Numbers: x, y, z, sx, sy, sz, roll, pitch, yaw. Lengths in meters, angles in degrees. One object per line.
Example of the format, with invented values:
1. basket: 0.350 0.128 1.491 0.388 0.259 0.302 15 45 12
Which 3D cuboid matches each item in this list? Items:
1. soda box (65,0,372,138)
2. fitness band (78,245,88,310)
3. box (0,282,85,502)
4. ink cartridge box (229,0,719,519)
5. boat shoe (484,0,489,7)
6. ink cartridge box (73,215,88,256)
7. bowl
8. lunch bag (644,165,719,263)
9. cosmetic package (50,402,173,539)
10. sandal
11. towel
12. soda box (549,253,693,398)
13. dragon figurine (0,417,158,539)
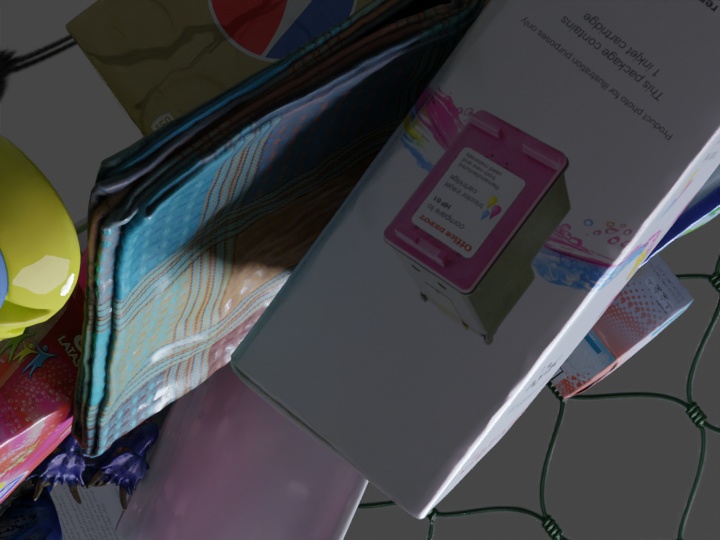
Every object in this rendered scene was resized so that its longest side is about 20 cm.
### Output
1. soda box: 0.004 -0.109 0.731 0.200 0.068 0.064 -36 174 -1
2. fitness band: -0.074 -0.024 0.861 0.200 0.037 0.144 -41 -158 54
3. box: -0.186 0.061 0.835 0.100 0.096 0.200 -32 173 -43
4. ink cartridge box: 0.060 -0.029 0.721 0.200 0.085 0.144 -52 172 15
5. boat shoe: 0.065 -0.076 0.920 0.065 0.200 0.072 -8 -123 41
6. ink cartridge box: -0.069 -0.008 1.081 0.200 0.076 0.148 -32 173 -27
7. bowl: -0.054 0.097 1.012 0.201 0.090 0.202 -155 -90 -86
8. lunch bag: 0.146 -0.115 1.041 0.200 0.170 0.127 -37 178 15
9. cosmetic package: -0.131 0.115 1.176 0.199 0.102 0.071 1 -150 47
10. sandal: -0.173 0.025 0.676 0.087 0.080 0.200 -32 175 -46
11. towel: -0.032 -0.014 0.727 0.146 0.022 0.200 -34 164 -23
12. soda box: 0.085 -0.034 1.171 0.068 0.200 0.064 -34 175 -33
13. dragon figurine: -0.168 0.110 0.999 0.200 0.059 0.100 -44 -150 25
